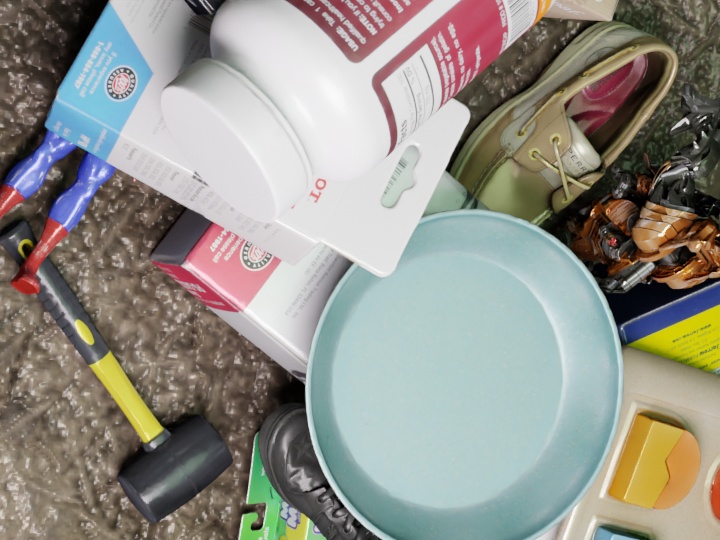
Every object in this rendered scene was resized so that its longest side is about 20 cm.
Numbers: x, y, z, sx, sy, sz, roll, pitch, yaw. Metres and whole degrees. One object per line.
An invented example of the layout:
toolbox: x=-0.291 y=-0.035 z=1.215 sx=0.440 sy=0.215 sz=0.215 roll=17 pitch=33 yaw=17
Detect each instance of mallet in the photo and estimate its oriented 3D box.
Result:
mallet: x=-0.156 y=0.062 z=1.123 sx=0.066 sy=0.041 sz=0.200 roll=-45 pitch=113 yaw=-14

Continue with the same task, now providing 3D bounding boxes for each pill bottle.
pill bottle: x=-0.001 y=-0.120 z=0.975 sx=0.200 sy=0.113 sz=0.113 roll=-42 pitch=117 yaw=-20

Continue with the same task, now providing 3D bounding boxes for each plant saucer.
plant saucer: x=0.056 y=0.065 z=1.111 sx=0.199 sy=0.036 sz=0.201 roll=-1 pitch=92 yaw=-22

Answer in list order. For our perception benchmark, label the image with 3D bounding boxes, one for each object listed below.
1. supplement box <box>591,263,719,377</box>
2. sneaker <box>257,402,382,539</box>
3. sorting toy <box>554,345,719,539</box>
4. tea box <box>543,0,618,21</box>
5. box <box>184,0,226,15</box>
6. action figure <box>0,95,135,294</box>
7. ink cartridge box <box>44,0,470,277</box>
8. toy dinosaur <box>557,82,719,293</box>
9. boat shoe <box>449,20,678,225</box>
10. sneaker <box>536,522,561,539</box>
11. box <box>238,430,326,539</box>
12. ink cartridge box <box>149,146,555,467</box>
supplement box: x=0.198 y=0.101 z=1.297 sx=0.109 sy=0.109 sz=0.201 roll=-21 pitch=110 yaw=-26
sneaker: x=0.021 y=0.165 z=1.151 sx=0.060 sy=0.104 sz=0.200 roll=-41 pitch=116 yaw=-19
sorting toy: x=0.204 y=0.163 z=1.221 sx=0.185 sy=0.036 sz=0.201 roll=18 pitch=88 yaw=-35
tea box: x=0.068 y=-0.272 z=1.134 sx=0.200 sy=0.134 sz=0.197 roll=21 pitch=87 yaw=-31
box: x=-0.085 y=-0.256 z=0.979 sx=0.161 sy=0.049 sz=0.200 roll=-44 pitch=105 yaw=-6
action figure: x=-0.145 y=-0.082 z=1.084 sx=0.065 sy=0.052 sz=0.200 roll=36 pitch=72 yaw=-11
ink cartridge box: x=-0.055 y=-0.083 z=1.048 sx=0.200 sy=0.067 sz=0.116 roll=30 pitch=73 yaw=-8
toy dinosaur: x=0.210 y=-0.029 z=1.223 sx=0.136 sy=0.200 sz=0.102 roll=-47 pitch=135 yaw=-17
boat shoe: x=0.127 y=-0.082 z=1.243 sx=0.200 sy=0.066 sz=0.074 roll=-51 pitch=121 yaw=-11
sneaker: x=0.100 y=0.191 z=1.229 sx=0.088 sy=0.074 sz=0.201 roll=12 pitch=84 yaw=-31
box: x=0.016 y=0.162 z=1.236 sx=0.200 sy=0.048 sz=0.118 roll=6 pitch=96 yaw=-30
ink cartridge box: x=0.000 y=0.000 z=1.151 sx=0.200 sy=0.083 sz=0.145 roll=40 pitch=77 yaw=-18
